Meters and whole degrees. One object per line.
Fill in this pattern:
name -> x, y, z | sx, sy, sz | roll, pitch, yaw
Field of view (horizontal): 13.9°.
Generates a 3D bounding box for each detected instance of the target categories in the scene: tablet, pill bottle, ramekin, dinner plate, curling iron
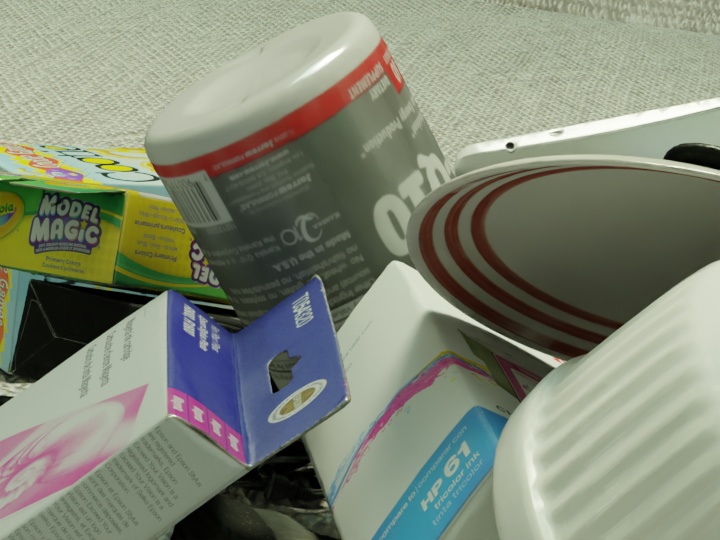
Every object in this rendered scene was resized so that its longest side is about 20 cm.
tablet -> 0.105, -0.009, 1.375 | 0.129, 0.200, 0.014 | -11, 58, -6
pill bottle -> 0.000, 0.000, 1.289 | 0.113, 0.201, 0.114 | -27, 16, 8
ramekin -> 0.154, 0.087, 1.007 | 0.200, 0.105, 0.201 | 29, 34, -22
dinner plate -> 0.116, -0.002, 1.098 | 0.199, 0.024, 0.200 | 12, -21, 5
curling iron -> -0.102, 0.077, 1.393 | 0.199, 0.026, 0.050 | 12, 7, 19

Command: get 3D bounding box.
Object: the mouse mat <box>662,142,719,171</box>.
mouse mat -> 0.200, 0.002, 1.110 | 0.199, 0.008, 0.161 | 11, -22, 0

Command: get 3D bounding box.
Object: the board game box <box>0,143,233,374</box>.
board game box -> -0.111, -0.007, 1.584 | 0.199, 0.106, 0.103 | 1, 13, -30

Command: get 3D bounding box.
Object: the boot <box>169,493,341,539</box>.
boot -> 0.008, 0.141, 1.112 | 0.130, 0.068, 0.200 | 14, 15, -21

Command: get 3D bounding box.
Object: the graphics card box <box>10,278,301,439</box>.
graphics card box -> -0.058, 0.047, 1.414 | 0.125, 0.051, 0.200 | 14, 0, 30

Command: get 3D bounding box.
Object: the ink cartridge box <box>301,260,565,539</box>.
ink cartridge box -> 0.066, 0.092, 1.141 | 0.144, 0.085, 0.200 | 30, 11, -20

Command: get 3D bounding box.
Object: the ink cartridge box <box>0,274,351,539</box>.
ink cartridge box -> -0.100, 0.068, 1.142 | 0.200, 0.043, 0.196 | -37, 13, 4

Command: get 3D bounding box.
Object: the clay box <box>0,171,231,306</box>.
clay box -> -0.104, -0.013, 1.410 | 0.114, 0.048, 0.199 | 9, 0, 41
